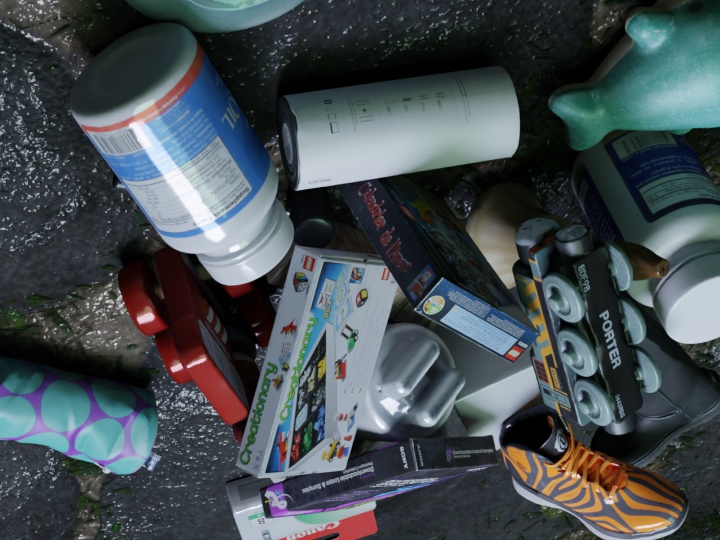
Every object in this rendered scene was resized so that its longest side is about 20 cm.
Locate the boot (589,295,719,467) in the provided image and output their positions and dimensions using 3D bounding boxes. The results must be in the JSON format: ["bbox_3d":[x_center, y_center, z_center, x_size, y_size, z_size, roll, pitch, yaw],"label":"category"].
[{"bbox_3d":[0.248,0.117,1.350,0.164,0.066,0.199,-39,137,20],"label":"boot"}]

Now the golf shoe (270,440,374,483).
[{"bbox_3d":[-0.016,0.179,1.472,0.197,0.089,0.078,-11,141,-13],"label":"golf shoe"}]

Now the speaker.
[{"bbox_3d":[0.033,-0.122,1.170,0.197,0.082,0.082,-10,139,-13],"label":"speaker"}]

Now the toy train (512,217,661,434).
[{"bbox_3d":[0.187,0.047,1.192,0.085,0.114,0.202,-31,117,-23],"label":"toy train"}]

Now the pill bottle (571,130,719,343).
[{"bbox_3d":[0.283,-0.037,1.274,0.118,0.201,0.120,-11,139,-10],"label":"pill bottle"}]

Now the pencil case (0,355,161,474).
[{"bbox_3d":[-0.290,0.140,1.319,0.199,0.085,0.093,20,97,-36],"label":"pencil case"}]

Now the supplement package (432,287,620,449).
[{"bbox_3d":[0.179,0.082,1.424,0.198,0.118,0.117,-25,140,3],"label":"supplement package"}]

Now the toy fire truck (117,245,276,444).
[{"bbox_3d":[-0.132,0.071,1.246,0.111,0.169,0.201,-22,139,3],"label":"toy fire truck"}]

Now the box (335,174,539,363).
[{"bbox_3d":[0.061,-0.017,1.203,0.136,0.201,0.038,28,111,-41],"label":"box"}]

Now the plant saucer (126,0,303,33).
[{"bbox_3d":[-0.095,-0.247,1.015,0.198,0.039,0.202,-11,139,-10],"label":"plant saucer"}]

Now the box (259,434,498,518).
[{"bbox_3d":[0.018,0.204,1.365,0.199,0.037,0.142,-25,162,35],"label":"box"}]

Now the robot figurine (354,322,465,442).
[{"bbox_3d":[0.018,0.111,1.358,0.113,0.199,0.170,-46,109,-25],"label":"robot figurine"}]

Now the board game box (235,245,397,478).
[{"bbox_3d":[-0.034,0.082,1.225,0.126,0.034,0.202,6,102,-54],"label":"board game box"}]

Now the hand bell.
[{"bbox_3d":[0.196,-0.017,1.244,0.103,0.199,0.106,-8,104,-35],"label":"hand bell"}]

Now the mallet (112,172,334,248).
[{"bbox_3d":[-0.114,-0.056,1.194,0.198,0.066,0.041,4,131,-25],"label":"mallet"}]

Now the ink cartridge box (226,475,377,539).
[{"bbox_3d":[-0.059,0.295,1.612,0.159,0.050,0.201,-17,137,-5],"label":"ink cartridge box"}]

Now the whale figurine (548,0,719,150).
[{"bbox_3d":[0.268,-0.161,1.207,0.198,0.104,0.159,-27,139,8],"label":"whale figurine"}]

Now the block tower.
[{"bbox_3d":[0.000,0.000,1.311,0.199,0.058,0.054,17,127,-38],"label":"block tower"}]

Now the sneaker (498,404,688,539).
[{"bbox_3d":[0.218,0.198,1.352,0.198,0.078,0.112,10,147,34],"label":"sneaker"}]

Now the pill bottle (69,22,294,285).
[{"bbox_3d":[-0.133,-0.086,1.094,0.111,0.113,0.201,-26,129,7],"label":"pill bottle"}]
